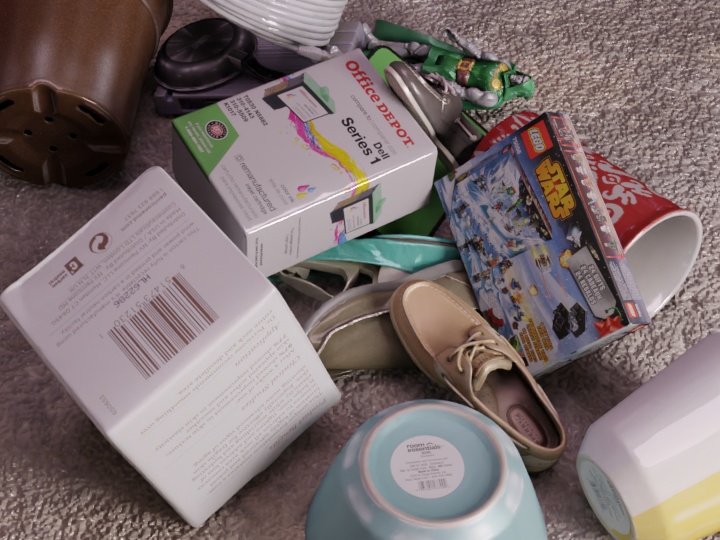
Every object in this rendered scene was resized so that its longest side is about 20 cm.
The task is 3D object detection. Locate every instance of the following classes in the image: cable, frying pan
[{"bbox_3d":[-0.108,-0.297,1.465,0.199,0.069,0.200,16,26,-33],"label":"cable"},{"bbox_3d":[-0.145,-0.209,1.489,0.114,0.031,0.190,-30,42,-13],"label":"frying pan"}]

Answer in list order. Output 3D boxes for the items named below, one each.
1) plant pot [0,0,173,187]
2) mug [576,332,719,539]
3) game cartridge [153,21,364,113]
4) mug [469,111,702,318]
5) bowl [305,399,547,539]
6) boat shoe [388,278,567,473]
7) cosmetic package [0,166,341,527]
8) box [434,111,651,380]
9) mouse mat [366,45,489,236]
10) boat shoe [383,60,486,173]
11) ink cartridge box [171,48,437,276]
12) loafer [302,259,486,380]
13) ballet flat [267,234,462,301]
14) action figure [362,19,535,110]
[{"bbox_3d":[-0.292,-0.203,1.437,0.199,0.201,0.199,2,57,-1],"label":"plant pot"},{"bbox_3d":[0.267,0.160,1.159,0.152,0.150,0.187,-26,47,-13],"label":"mug"},{"bbox_3d":[-0.103,-0.211,1.520,0.198,0.039,0.130,2,41,18],"label":"game cartridge"},{"bbox_3d":[0.182,-0.044,1.343,0.177,0.134,0.200,-27,51,-26],"label":"mug"},{"bbox_3d":[0.056,0.182,1.152,0.199,0.105,0.202,2,49,-2],"label":"bowl"},{"bbox_3d":[0.103,0.080,1.227,0.071,0.065,0.200,-40,79,-16],"label":"boat shoe"},{"bbox_3d":[-0.146,0.064,1.159,0.167,0.200,0.166,-41,59,-10],"label":"cosmetic package"},{"bbox_3d":[0.155,-0.018,1.270,0.040,0.137,0.201,0,66,-49],"label":"box"},{"bbox_3d":[0.035,-0.121,1.438,0.161,0.008,0.200,40,52,-4],"label":"mouse mat"},{"bbox_3d":[0.081,-0.146,1.371,0.057,0.200,0.067,-40,53,1],"label":"boat shoe"},{"bbox_3d":[-0.051,-0.097,1.317,0.199,0.084,0.145,-24,61,-21],"label":"ink cartridge box"},{"bbox_3d":[0.032,0.051,1.286,0.199,0.076,0.070,-24,49,-21],"label":"loafer"},{"bbox_3d":[0.000,0.000,1.349,0.198,0.067,0.071,7,72,4],"label":"ballet flat"},{"bbox_3d":[0.089,-0.212,1.535,0.199,0.055,0.119,14,61,15],"label":"action figure"}]
